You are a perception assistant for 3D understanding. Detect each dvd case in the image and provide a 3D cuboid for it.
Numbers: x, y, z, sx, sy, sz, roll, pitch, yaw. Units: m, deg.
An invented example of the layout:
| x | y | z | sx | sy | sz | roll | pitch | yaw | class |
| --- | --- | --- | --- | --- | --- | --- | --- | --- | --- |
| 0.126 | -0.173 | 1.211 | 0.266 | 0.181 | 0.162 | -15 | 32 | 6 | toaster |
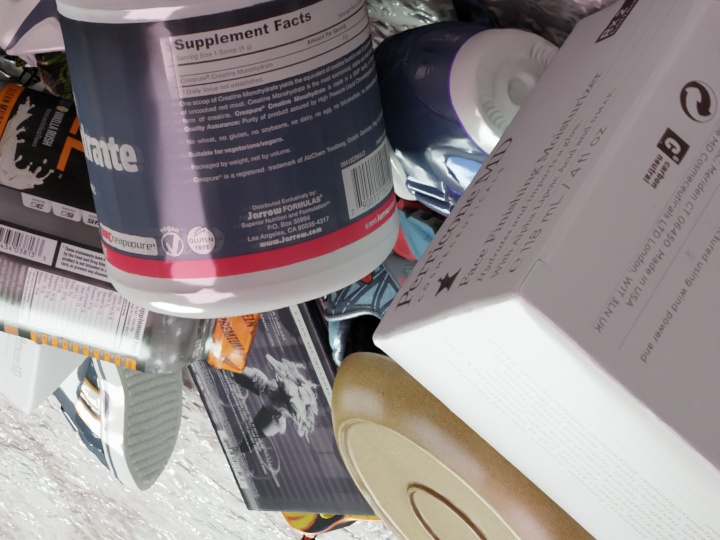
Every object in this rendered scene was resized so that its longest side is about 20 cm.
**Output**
| x | y | z | sx | sy | sz | roll | pitch | yaw | class |
| --- | --- | --- | --- | --- | --- | --- | --- | --- | --- |
| -0.047 | 0.067 | 1.666 | 0.200 | 0.016 | 0.149 | -7 | 106 | 65 | dvd case |

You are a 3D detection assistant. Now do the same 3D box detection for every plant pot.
| x | y | z | sx | sy | sz | roll | pitch | yaw | class |
| --- | --- | --- | --- | --- | --- | --- | --- | --- | --- |
| 0.054 | 0.123 | 1.477 | 0.200 | 0.027 | 0.200 | 41 | 160 | 18 | plant pot |

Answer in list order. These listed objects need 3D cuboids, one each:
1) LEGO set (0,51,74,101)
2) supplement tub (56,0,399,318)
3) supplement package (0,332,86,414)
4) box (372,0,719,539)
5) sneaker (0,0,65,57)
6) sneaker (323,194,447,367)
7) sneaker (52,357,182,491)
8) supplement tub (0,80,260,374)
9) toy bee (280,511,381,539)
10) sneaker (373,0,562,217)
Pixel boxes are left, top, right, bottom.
| x | y | z | sx | sy | sz | roll | pitch | yaw | class |
| --- | --- | --- | --- | --- | --- | --- | --- | --- | --- |
| -0.157 | -0.083 | 1.580 | 0.200 | 0.116 | 0.154 | 38 | 155 | -8 | LEGO set |
| -0.062 | -0.092 | 1.349 | 0.140 | 0.140 | 0.201 | 8 | 115 | 43 | supplement tub |
| -0.227 | -0.034 | 1.727 | 0.200 | 0.110 | 0.114 | 40 | 156 | 10 | supplement package |
| 0.150 | 0.008 | 1.276 | 0.200 | 0.199 | 0.131 | 41 | 154 | -14 | box |
| -0.210 | -0.170 | 1.491 | 0.198 | 0.131 | 0.079 | -2 | -178 | 28 | sneaker |
| 0.000 | 0.000 | 1.511 | 0.079 | 0.096 | 0.200 | 25 | -175 | -34 | sneaker |
| -0.167 | 0.055 | 1.889 | 0.079 | 0.079 | 0.201 | 17 | 139 | 23 | sneaker |
| -0.141 | -0.021 | 1.492 | 0.199 | 0.123 | 0.123 | 16 | 154 | -1 | supplement tub |
| -0.002 | 0.125 | 1.773 | 0.130 | 0.109 | 0.199 | 2 | -170 | -41 | toy bee |
| 0.083 | -0.045 | 1.421 | 0.200 | 0.081 | 0.146 | 42 | 162 | -24 | sneaker |
